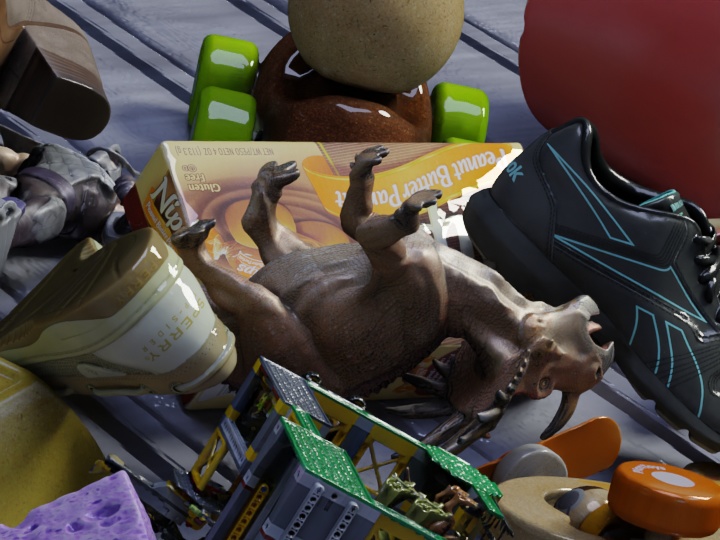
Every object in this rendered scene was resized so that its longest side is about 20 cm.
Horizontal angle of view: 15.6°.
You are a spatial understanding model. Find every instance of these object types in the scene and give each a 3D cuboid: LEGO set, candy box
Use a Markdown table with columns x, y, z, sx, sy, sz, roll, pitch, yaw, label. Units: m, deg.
| x | y | z | sx | sy | sz | roll | pitch | yaw | label |
| --- | --- | --- | --- | --- | --- | --- | --- | --- | --- |
| -0.013 | 0.125 | 0.988 | 0.154 | 0.116 | 0.200 | 28 | 9 | -25 | LEGO set |
| 0.000 | 0.000 | 1.235 | 0.200 | 0.055 | 0.115 | -1 | 59 | -31 | candy box |

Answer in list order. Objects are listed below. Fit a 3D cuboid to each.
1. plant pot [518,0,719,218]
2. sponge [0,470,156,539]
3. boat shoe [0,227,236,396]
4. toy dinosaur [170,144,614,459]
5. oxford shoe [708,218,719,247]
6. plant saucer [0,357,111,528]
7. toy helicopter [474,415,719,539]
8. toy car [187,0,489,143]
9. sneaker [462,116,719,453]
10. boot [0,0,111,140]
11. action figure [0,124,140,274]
| x | y | z | sx | sy | sz | roll | pitch | yaw | label |
| --- | --- | --- | --- | --- | --- | --- | --- | --- | --- |
| 0.202 | -0.124 | 1.524 | 0.177 | 0.200 | 0.200 | 22 | 24 | 37 | plant pot |
| -0.107 | 0.151 | 0.878 | 0.112 | 0.030 | 0.200 | -22 | 32 | -4 | sponge |
| -0.107 | 0.028 | 1.106 | 0.063 | 0.073 | 0.201 | 46 | -21 | -11 | boat shoe |
| -0.004 | 0.026 | 1.110 | 0.200 | 0.136 | 0.086 | -8 | 21 | 18 | toy dinosaur |
| 0.160 | -0.003 | 1.369 | 0.200 | 0.070 | 0.075 | -2 | 23 | -33 | oxford shoe |
| -0.227 | 0.057 | 1.052 | 0.200 | 0.048 | 0.200 | 24 | 26 | 19 | plant saucer |
| 0.117 | 0.106 | 1.134 | 0.132 | 0.079 | 0.200 | 18 | 12 | 30 | toy helicopter |
| 0.006 | -0.137 | 1.410 | 0.164 | 0.200 | 0.158 | 11 | 25 | -7 | toy car |
| 0.141 | 0.014 | 1.204 | 0.200 | 0.079 | 0.075 | 41 | 13 | -1 | sneaker |
| -0.204 | -0.126 | 1.228 | 0.200 | 0.070 | 0.146 | 34 | 6 | -42 | boot |
| -0.160 | -0.032 | 1.258 | 0.130 | 0.069 | 0.200 | 18 | 21 | 19 | action figure |
